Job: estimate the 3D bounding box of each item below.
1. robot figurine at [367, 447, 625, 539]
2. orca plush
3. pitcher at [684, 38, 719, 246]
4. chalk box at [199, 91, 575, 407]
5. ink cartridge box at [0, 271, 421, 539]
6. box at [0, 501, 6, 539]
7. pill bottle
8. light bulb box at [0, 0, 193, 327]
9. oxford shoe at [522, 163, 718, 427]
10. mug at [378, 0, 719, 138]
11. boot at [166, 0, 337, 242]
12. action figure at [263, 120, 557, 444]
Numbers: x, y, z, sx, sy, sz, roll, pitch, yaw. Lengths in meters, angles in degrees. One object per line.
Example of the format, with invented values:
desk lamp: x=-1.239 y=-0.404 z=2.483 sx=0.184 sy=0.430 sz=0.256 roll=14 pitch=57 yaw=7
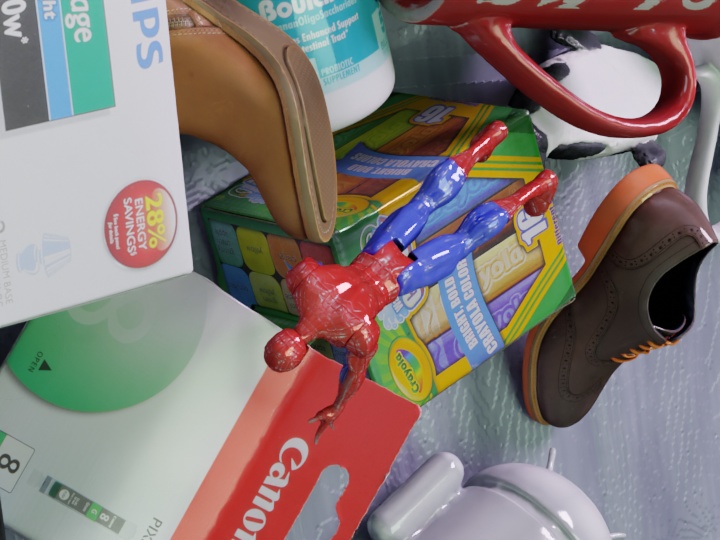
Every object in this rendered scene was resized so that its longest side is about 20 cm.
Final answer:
robot figurine: x=0.074 y=0.193 z=1.549 sx=0.200 sy=0.113 sz=0.170 roll=-41 pitch=104 yaw=-28
orca plush: x=0.123 y=-0.078 z=1.559 sx=0.105 sy=0.071 sz=0.200 roll=46 pitch=33 yaw=-5
pitcher: x=0.249 y=-0.127 z=1.634 sx=0.172 sy=0.121 sz=0.200 roll=-46 pitch=136 yaw=-25
chalk box: x=0.000 y=0.000 z=1.439 sx=0.200 sy=0.125 sz=0.124 roll=-32 pitch=118 yaw=-33
ink cartridge box: x=-0.094 y=0.089 z=1.332 sx=0.161 sy=0.200 sz=0.050 roll=-61 pitch=164 yaw=-9
box: x=-0.274 y=0.128 z=1.255 sx=0.200 sy=0.050 sz=0.199 roll=-13 pitch=110 yaw=-25
pill bottle: x=-0.054 y=-0.175 z=1.365 sx=0.111 sy=0.111 sz=0.200 roll=-29 pitch=117 yaw=-33
light bulb box: x=-0.192 y=-0.091 z=1.204 sx=0.125 sy=0.200 sz=0.199 roll=-17 pitch=109 yaw=-37
oxford shoe: x=0.155 y=0.033 z=1.568 sx=0.071 sy=0.073 sz=0.200 roll=-22 pitch=145 yaw=-38
mug: x=0.117 y=-0.173 z=1.404 sx=0.200 sy=0.133 sz=0.178 roll=-4 pitch=61 yaw=-31
boot: x=-0.104 y=-0.090 z=1.310 sx=0.074 sy=0.154 sz=0.200 roll=-39 pitch=110 yaw=-77
action figure: x=0.011 y=0.009 z=1.323 sx=0.200 sy=0.065 sz=0.099 roll=-37 pitch=166 yaw=-40
